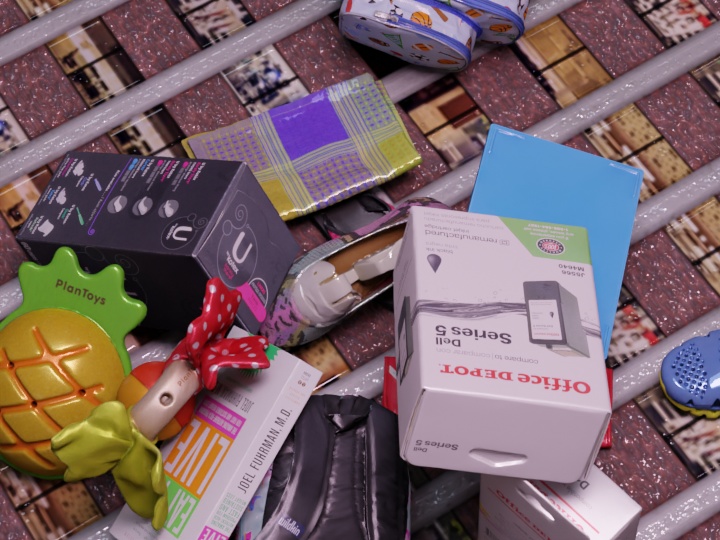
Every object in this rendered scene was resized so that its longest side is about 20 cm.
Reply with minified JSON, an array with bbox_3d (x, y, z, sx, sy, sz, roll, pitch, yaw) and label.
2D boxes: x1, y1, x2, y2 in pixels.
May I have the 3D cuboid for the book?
[{"bbox_3d":[-0.113,0.151,1.571,0.048,0.134,0.200,32,85,-26],"label":"book"}]

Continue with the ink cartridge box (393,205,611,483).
[{"bbox_3d":[0.104,0.053,1.485,0.145,0.084,0.200,7,43,-8],"label":"ink cartridge box"}]

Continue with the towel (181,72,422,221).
[{"bbox_3d":[-0.055,-0.108,1.801,0.200,0.023,0.144,-19,47,-5],"label":"towel"}]

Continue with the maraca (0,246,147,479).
[{"bbox_3d":[-0.253,0.081,1.647,0.137,0.107,0.200,19,103,2],"label":"maraca"}]

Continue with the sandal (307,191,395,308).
[{"bbox_3d":[0.002,-0.039,1.766,0.075,0.045,0.200,-36,65,-18],"label":"sandal"}]

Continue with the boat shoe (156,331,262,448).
[{"bbox_3d":[-0.136,0.096,1.681,0.074,0.068,0.199,29,65,17],"label":"boat shoe"}]

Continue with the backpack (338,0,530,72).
[{"bbox_3d":[0.069,-0.270,1.820,0.190,0.200,0.154,10,92,0],"label":"backpack"}]

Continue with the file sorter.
[{"bbox_3d":[0.144,0.003,1.674,0.139,0.123,0.200,17,56,-1],"label":"file sorter"}]

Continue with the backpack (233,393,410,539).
[{"bbox_3d":[-0.034,0.199,1.576,0.167,0.127,0.200,15,66,-25],"label":"backpack"}]

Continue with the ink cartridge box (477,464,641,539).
[{"bbox_3d":[0.155,0.194,1.538,0.067,0.200,0.117,-41,67,-19],"label":"ink cartridge box"}]

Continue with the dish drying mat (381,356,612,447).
[{"bbox_3d":[0.118,0.113,1.691,0.200,0.018,0.077,3,60,4],"label":"dish drying mat"}]

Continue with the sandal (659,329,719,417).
[{"bbox_3d":[0.353,0.069,1.669,0.200,0.087,0.080,-13,62,-3],"label":"sandal"}]

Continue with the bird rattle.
[{"bbox_3d":[-0.162,0.096,1.563,0.113,0.163,0.200,34,80,-11],"label":"bird rattle"}]

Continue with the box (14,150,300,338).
[{"bbox_3d":[-0.174,-0.023,1.683,0.200,0.122,0.106,5,55,33],"label":"box"}]

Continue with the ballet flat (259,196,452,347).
[{"bbox_3d":[0.000,0.000,1.687,0.200,0.071,0.069,-32,101,-9],"label":"ballet flat"}]
